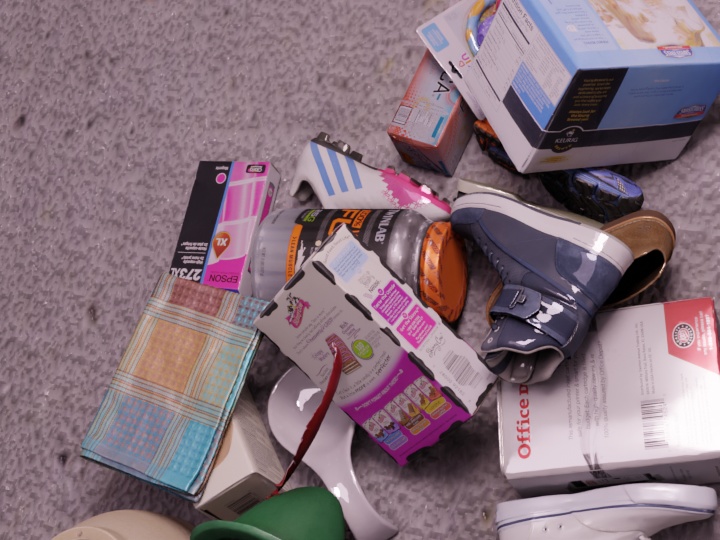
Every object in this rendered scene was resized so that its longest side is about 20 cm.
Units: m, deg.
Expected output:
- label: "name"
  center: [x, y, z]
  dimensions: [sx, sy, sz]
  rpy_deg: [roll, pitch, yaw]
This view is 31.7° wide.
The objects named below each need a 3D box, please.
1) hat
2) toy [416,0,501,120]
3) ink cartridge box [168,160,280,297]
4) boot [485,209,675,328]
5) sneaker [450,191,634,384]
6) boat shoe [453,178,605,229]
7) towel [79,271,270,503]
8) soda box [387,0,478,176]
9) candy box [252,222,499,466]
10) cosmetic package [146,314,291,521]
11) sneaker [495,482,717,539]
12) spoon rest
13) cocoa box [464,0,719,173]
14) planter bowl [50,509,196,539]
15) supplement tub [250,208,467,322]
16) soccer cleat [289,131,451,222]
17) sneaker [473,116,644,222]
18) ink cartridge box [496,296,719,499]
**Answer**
- label: "hat"
  center: [-0.044, 0.215, 1.179]
  dimensions: [0.200, 0.165, 0.177]
  rpy_deg: [-38, 17, 52]
- label: "toy"
  center: [0.169, -0.256, 1.300]
  dimensions: [0.199, 0.047, 0.116]
  rpy_deg: [-34, 85, -22]
- label: "ink cartridge box"
  center: [-0.155, -0.025, 1.390]
  dimensions: [0.093, 0.037, 0.203]
  rpy_deg: [3, 69, 23]
- label: "boot"
  center: [0.196, 0.014, 1.170]
  dimensions: [0.199, 0.074, 0.076]
  rpy_deg: [-30, 16, 26]
- label: "sneaker"
  center: [0.129, 0.016, 1.138]
  dimensions: [0.201, 0.077, 0.147]
  rpy_deg: [22, 79, 47]
- label: "boat shoe"
  center: [0.178, -0.030, 1.237]
  dimensions: [0.197, 0.074, 0.067]
  rpy_deg: [20, 100, 14]
- label: "towel"
  center: [-0.178, 0.107, 1.224]
  dimensions: [0.145, 0.022, 0.202]
  rpy_deg: [14, 73, 28]
- label: "soda box"
  center: [0.103, -0.206, 1.348]
  dimensions: [0.063, 0.068, 0.202]
  rpy_deg: [19, 75, 26]
- label: "candy box"
  center: [0.012, 0.071, 1.164]
  dimensions: [0.200, 0.136, 0.061]
  rpy_deg: [44, 50, -2]
- label: "cosmetic package"
  center: [-0.147, 0.148, 1.265]
  dimensions: [0.071, 0.105, 0.201]
  rpy_deg: [-31, 57, 6]
- label: "sneaker"
  center: [0.215, 0.228, 1.105]
  dimensions: [0.198, 0.073, 0.072]
  rpy_deg: [-14, 70, 26]
- label: "spoon rest"
  center: [-0.027, 0.170, 1.230]
  dimensions: [0.099, 0.061, 0.201]
  rpy_deg: [-32, 59, 5]
- label: "cocoa box"
  center: [0.225, -0.189, 1.198]
  dimensions: [0.198, 0.132, 0.134]
  rpy_deg: [-7, 53, -29]
- label: "planter bowl"
  center: [-0.237, 0.316, 1.204]
  dimensions: [0.197, 0.135, 0.203]
  rpy_deg: [-9, 63, 18]
- label: "supplement tub"
  center: [0.000, 0.000, 1.262]
  dimensions: [0.197, 0.123, 0.124]
  rpy_deg: [1, 66, 22]
- label: "soccer cleat"
  center: [0.008, -0.073, 1.333]
  dimensions: [0.199, 0.070, 0.087]
  rpy_deg: [29, 91, 34]
- label: "sneaker"
  center: [0.204, -0.121, 1.266]
  dimensions: [0.199, 0.075, 0.079]
  rpy_deg: [37, 80, 30]
- label: "ink cartridge box"
  center: [0.228, 0.118, 1.136]
  dimensions: [0.197, 0.083, 0.149]
  rpy_deg: [-9, 63, 19]
